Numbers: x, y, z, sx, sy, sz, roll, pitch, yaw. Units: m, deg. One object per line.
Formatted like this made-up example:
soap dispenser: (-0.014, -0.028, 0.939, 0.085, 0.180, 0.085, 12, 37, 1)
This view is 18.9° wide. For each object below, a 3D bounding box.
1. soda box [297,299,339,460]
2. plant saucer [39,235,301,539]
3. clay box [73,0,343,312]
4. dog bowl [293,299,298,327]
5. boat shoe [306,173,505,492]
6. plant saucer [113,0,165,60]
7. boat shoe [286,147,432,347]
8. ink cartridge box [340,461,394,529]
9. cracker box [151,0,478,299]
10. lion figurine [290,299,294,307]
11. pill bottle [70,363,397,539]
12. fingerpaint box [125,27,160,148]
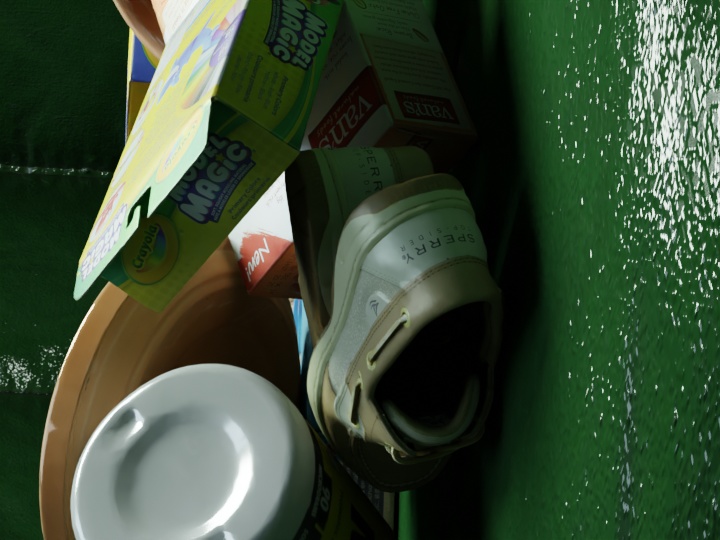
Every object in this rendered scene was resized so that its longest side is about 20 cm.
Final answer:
soda box: (0.000, 0.000, 1.181, 0.068, 0.064, 0.201, 111, 162, -71)
plant saucer: (-0.084, 0.081, 1.069, 0.200, 0.032, 0.202, -29, -56, -54)
clay box: (-0.061, -0.070, 0.945, 0.115, 0.047, 0.201, -46, 20, 37)
dog bowl: (-0.012, -0.012, 1.375, 0.111, 0.049, 0.201, -141, 55, -82)
boat shoe: (0.021, 0.045, 0.912, 0.200, 0.074, 0.067, 89, 159, -55)
plant saucer: (-0.065, -0.195, 1.174, 0.037, 0.199, 0.201, -30, -47, -50)
boat shoe: (0.009, 0.013, 0.989, 0.200, 0.066, 0.074, 85, 171, -61)
ink cartridge box: (-0.027, 0.158, 1.307, 0.200, 0.075, 0.166, 117, 157, -73)
cracker box: (-0.029, -0.103, 1.070, 0.134, 0.057, 0.201, -49, 50, 38)
lion figurine: (-0.043, -0.028, 1.560, 0.122, 0.072, 0.201, -21, 53, 46)
pill bottle: (-0.044, 0.137, 1.012, 0.200, 0.114, 0.115, 56, -151, -54)
fingerpaint box: (-0.056, -0.155, 1.314, 0.074, 0.166, 0.201, 100, 172, -48)
